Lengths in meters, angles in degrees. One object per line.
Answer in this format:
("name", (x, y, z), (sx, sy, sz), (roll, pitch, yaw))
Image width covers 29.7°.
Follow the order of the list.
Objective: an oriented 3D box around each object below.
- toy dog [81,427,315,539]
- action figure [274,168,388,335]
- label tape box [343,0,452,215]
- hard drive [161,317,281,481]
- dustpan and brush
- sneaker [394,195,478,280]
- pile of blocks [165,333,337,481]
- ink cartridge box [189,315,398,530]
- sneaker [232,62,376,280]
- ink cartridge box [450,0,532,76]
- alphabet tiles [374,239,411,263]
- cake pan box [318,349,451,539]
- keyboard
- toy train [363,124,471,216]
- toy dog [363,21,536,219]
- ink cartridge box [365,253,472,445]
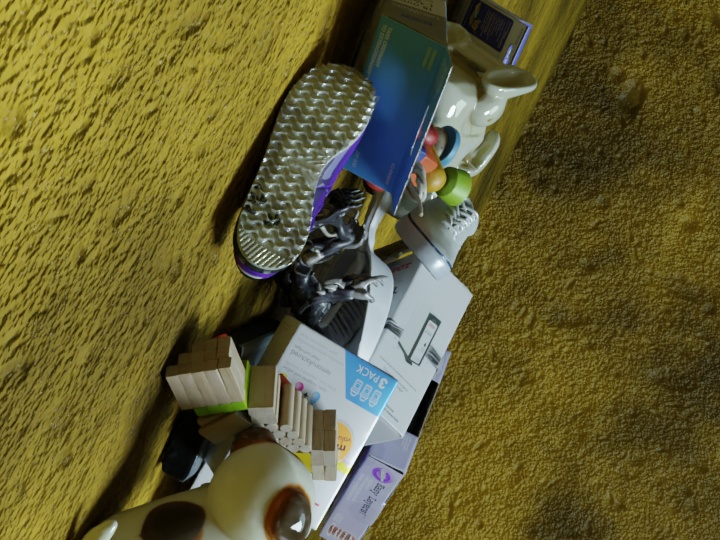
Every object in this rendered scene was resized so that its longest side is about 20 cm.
("toy dog", (-0.129, 0.220, 1.146), (0.199, 0.140, 0.195), (-33, 129, 0))
("action figure", (-0.029, -0.009, 1.317), (0.201, 0.101, 0.119), (100, -26, -43))
("label tape box", (0.025, -0.162, 1.188), (0.201, 0.063, 0.145), (-86, -165, -61))
("hard drive", (-0.130, 0.122, 1.343), (0.141, 0.033, 0.200), (-65, 172, 7))
("dustpan and brush", (0.000, 0.000, 1.394), (0.201, 0.057, 0.139), (-61, -155, 0))
("sneaker", (0.084, -0.048, 1.401), (0.071, 0.073, 0.200), (-40, -171, 12))
("pile of blocks", (-0.091, 0.116, 1.191), (0.082, 0.200, 0.063), (-27, -140, 27))
("ink cartridge box", (-0.066, 0.159, 1.268), (0.201, 0.114, 0.068), (-61, -164, -3))
("sneaker", (-0.055, -0.078, 1.126), (0.201, 0.069, 0.100), (-63, -177, -22))
("ink cartridge box", (0.155, -0.271, 1.643), (0.095, 0.037, 0.200), (-67, -156, 16))
("alphabet tiles", (0.017, -0.014, 1.585), (0.165, 0.006, 0.200), (-22, -176, 16))
("cake pan box", (0.029, 0.197, 1.548), (0.201, 0.052, 0.185), (117, -3, -50))
("keyboard", (-0.059, 0.019, 1.436), (0.011, 0.056, 0.202), (18, 99, -41))
("toy train", (0.066, -0.096, 1.337), (0.085, 0.115, 0.201), (-42, -137, 23))
("toy dog", (0.084, -0.144, 1.518), (0.194, 0.139, 0.201), (-40, 157, -52))
("ink cartridge box", (0.016, 0.088, 1.473), (0.145, 0.084, 0.201), (-22, -148, 49))
